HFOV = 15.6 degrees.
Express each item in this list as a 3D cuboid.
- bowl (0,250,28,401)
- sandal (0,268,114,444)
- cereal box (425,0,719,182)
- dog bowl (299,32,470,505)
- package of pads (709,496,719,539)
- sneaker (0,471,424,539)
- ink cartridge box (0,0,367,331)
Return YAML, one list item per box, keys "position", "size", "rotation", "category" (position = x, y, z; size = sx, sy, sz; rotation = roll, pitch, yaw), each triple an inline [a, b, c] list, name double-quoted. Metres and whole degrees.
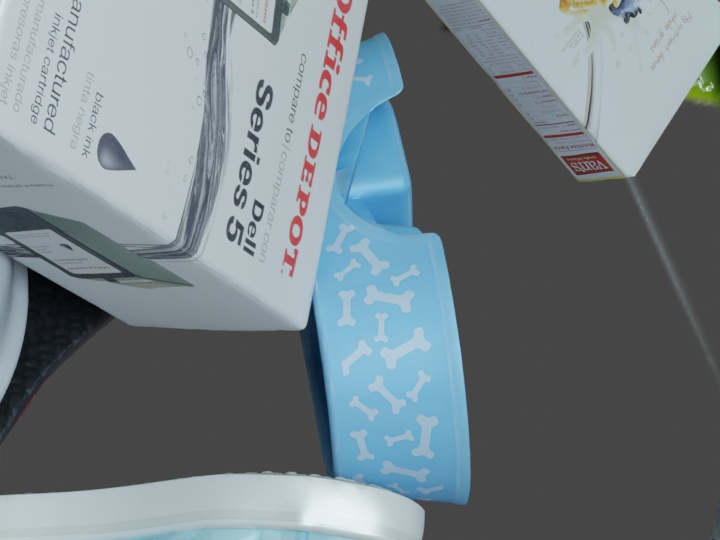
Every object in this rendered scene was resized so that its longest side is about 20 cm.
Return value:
- position: [-0.202, -0.019, 0.881]
  size: [0.200, 0.090, 0.202]
  rotation: [8, 63, -15]
  category: "bowl"
- position: [-0.149, 0.034, 0.977]
  size: [0.075, 0.045, 0.200]
  rotation: [48, 47, 2]
  category: "sandal"
- position: [0.079, -0.155, 1.077]
  size: [0.200, 0.039, 0.144]
  rotation: [47, 63, -24]
  category: "cereal box"
- position: [0.000, 0.000, 0.984]
  size: [0.049, 0.112, 0.201]
  rotation: [-8, 48, -4]
  category: "dog bowl"
- position: [0.239, 0.069, 1.036]
  size: [0.199, 0.155, 0.068]
  rotation: [-9, 39, -21]
  category: "package of pads"
- position: [-0.073, 0.120, 0.936]
  size: [0.199, 0.074, 0.082]
  rotation: [-7, 74, 13]
  category: "sneaker"
- position: [-0.085, -0.079, 0.872]
  size: [0.200, 0.084, 0.146]
  rotation: [35, 62, -55]
  category: "ink cartridge box"
